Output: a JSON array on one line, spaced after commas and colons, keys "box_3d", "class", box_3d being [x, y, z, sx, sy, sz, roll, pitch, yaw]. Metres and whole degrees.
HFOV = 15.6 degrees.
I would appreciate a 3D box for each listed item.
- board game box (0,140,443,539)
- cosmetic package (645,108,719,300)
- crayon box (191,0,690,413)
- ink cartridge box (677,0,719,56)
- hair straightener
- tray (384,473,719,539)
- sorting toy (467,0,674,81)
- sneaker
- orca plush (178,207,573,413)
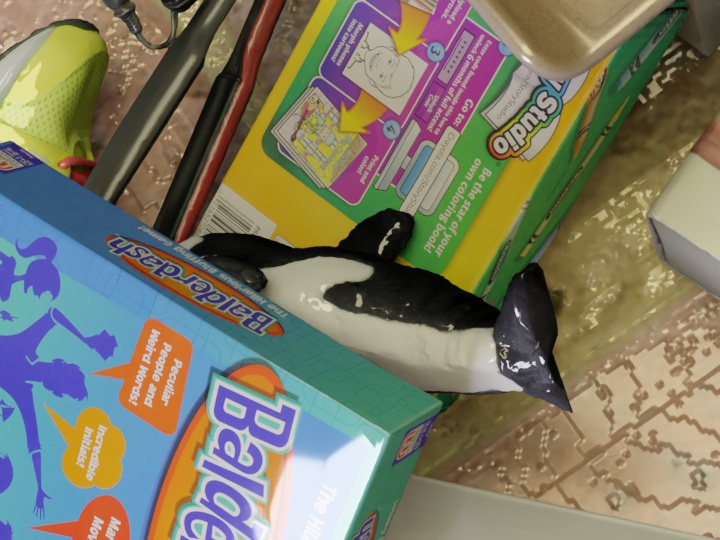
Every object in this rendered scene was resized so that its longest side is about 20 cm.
[{"box_3d": [-0.086, 0.066, 0.970, 0.200, 0.045, 0.152, 30, 115, 19], "class": "board game box"}, {"box_3d": [0.210, -0.066, 1.033, 0.103, 0.087, 0.200, 33, 86, 17], "class": "cosmetic package"}, {"box_3d": [0.027, -0.052, 1.047, 0.119, 0.058, 0.200, 37, 112, 18], "class": "crayon box"}, {"box_3d": [0.164, -0.198, 1.044, 0.083, 0.145, 0.200, 40, 88, 18], "class": "ink cartridge box"}, {"box_3d": [-0.067, -0.107, 1.059, 0.077, 0.041, 0.200, 25, 95, -20], "class": "hair straightener"}, {"box_3d": [0.083, 0.149, 1.044, 0.200, 0.022, 0.108, 11, 80, 15], "class": "tray"}, {"box_3d": [0.091, -0.189, 0.968, 0.200, 0.036, 0.185, -38, 70, -2], "class": "sorting toy"}, {"box_3d": [-0.133, -0.005, 1.106, 0.090, 0.078, 0.200, 18, 92, 16], "class": "sneaker"}, {"box_3d": [0.000, 0.000, 0.993, 0.200, 0.105, 0.071, -4, 56, 50], "class": "orca plush"}]
